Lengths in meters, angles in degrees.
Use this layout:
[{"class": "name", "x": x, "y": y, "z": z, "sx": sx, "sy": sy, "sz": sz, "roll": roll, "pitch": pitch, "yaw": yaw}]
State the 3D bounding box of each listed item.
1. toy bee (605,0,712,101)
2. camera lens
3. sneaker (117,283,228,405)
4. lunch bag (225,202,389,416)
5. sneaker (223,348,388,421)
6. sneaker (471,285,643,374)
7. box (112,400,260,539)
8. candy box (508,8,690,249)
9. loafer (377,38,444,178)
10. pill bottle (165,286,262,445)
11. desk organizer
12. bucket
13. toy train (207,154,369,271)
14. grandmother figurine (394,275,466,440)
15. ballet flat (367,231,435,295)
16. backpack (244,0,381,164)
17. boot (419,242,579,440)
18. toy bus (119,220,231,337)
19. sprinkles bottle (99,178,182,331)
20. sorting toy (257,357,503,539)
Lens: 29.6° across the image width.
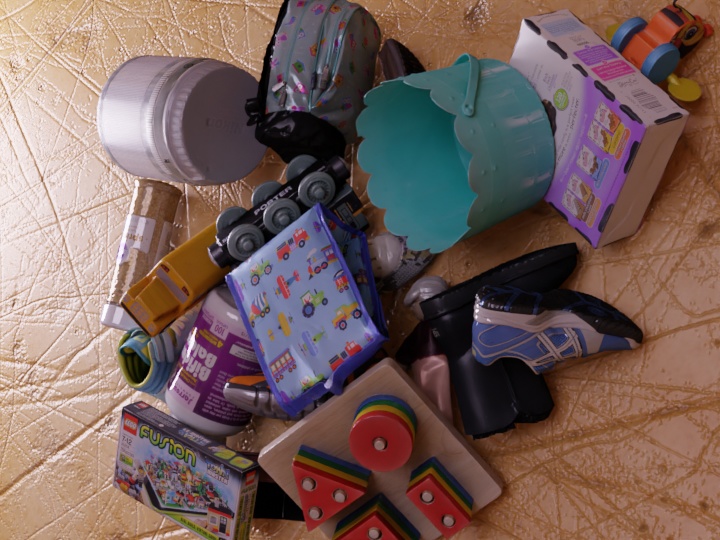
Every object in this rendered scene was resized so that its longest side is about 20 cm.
[{"class": "toy bee", "x": 0.333, "y": -0.239, "z": 1.473, "sx": 0.200, "sy": 0.108, "sz": 0.132, "roll": -41, "pitch": 66, "yaw": 45}, {"class": "camera lens", "x": -0.229, "y": -0.193, "z": 1.742, "sx": 0.199, "sy": 0.159, "sz": 0.161, "roll": 11, "pitch": 84, "yaw": 46}, {"class": "sneaker", "x": -0.238, "y": 0.068, "z": 1.719, "sx": 0.079, "sy": 0.130, "sz": 0.202, "roll": 10, "pitch": 82, "yaw": 33}, {"class": "lunch bag", "x": -0.052, "y": 0.053, "z": 1.524, "sx": 0.150, "sy": 0.094, "sz": 0.201, "roll": -37, "pitch": 47, "yaw": 21}, {"class": "sneaker", "x": -0.060, "y": 0.117, "z": 1.612, "sx": 0.198, "sy": 0.078, "sz": 0.113, "roll": 5, "pitch": 69, "yaw": -2}, {"class": "sneaker", "x": 0.203, "y": 0.065, "z": 1.432, "sx": 0.076, "sy": 0.198, "sz": 0.078, "roll": -123, "pitch": 44, "yaw": -63}, {"class": "box", "x": -0.210, "y": 0.244, "z": 1.618, "sx": 0.199, "sy": 0.035, "sz": 0.111, "roll": 22, "pitch": 112, "yaw": 32}, {"class": "candy box", "x": 0.237, "y": -0.155, "z": 1.467, "sx": 0.200, "sy": 0.071, "sz": 0.169, "roll": 49, "pitch": 142, "yaw": 31}, {"class": "loafer", "x": 0.049, "y": -0.186, "z": 1.638, "sx": 0.071, "sy": 0.073, "sz": 0.201, "roll": -24, "pitch": 66, "yaw": 25}, {"class": "pill bottle", "x": -0.173, "y": 0.131, "z": 1.669, "sx": 0.112, "sy": 0.112, "sz": 0.201, "roll": 32, "pitch": 103, "yaw": 33}, {"class": "desk organizer", "x": -0.081, "y": 0.258, "z": 1.612, "sx": 0.199, "sy": 0.072, "sz": 0.078, "roll": -1, "pitch": 80, "yaw": 32}, {"class": "bucket", "x": 0.104, "y": -0.131, "z": 1.485, "sx": 0.207, "sy": 0.134, "sz": 0.209, "roll": 35, "pitch": 135, "yaw": 43}, {"class": "toy train", "x": -0.084, "y": -0.052, "z": 1.638, "sx": 0.199, "sy": 0.114, "sz": 0.085, "roll": -36, "pitch": 31, "yaw": -2}, {"class": "grandmother figurine", "x": 0.080, "y": 0.104, "z": 1.559, "sx": 0.121, "sy": 0.060, "sz": 0.202, "roll": -15, "pitch": 68, "yaw": 39}, {"class": "ballet flat", "x": 0.000, "y": 0.000, "z": 1.626, "sx": 0.199, "sy": 0.072, "sz": 0.073, "roll": -28, "pitch": 65, "yaw": 23}, {"class": "backpack", "x": -0.052, "y": -0.236, "z": 1.679, "sx": 0.126, "sy": 0.167, "sz": 0.202, "roll": 8, "pitch": 79, "yaw": 16}, {"class": "boot", "x": 0.176, "y": 0.077, "z": 1.491, "sx": 0.199, "sy": 0.076, "sz": 0.169, "roll": -24, "pitch": 94, "yaw": -18}, {"class": "toy bus", "x": -0.204, "y": 0.002, "z": 1.675, "sx": 0.065, "sy": 0.200, "sz": 0.078, "roll": 49, "pitch": 132, "yaw": 1}, {"class": "sprinkles bottle", "x": -0.291, "y": -0.018, "z": 1.811, "sx": 0.068, "sy": 0.068, "sz": 0.202, "roll": 8, "pitch": 82, "yaw": 33}, {"class": "sorting toy", "x": 0.017, "y": 0.233, "z": 1.486, "sx": 0.200, "sy": 0.070, "sz": 0.199, "roll": -38, "pitch": 102, "yaw": 22}]
